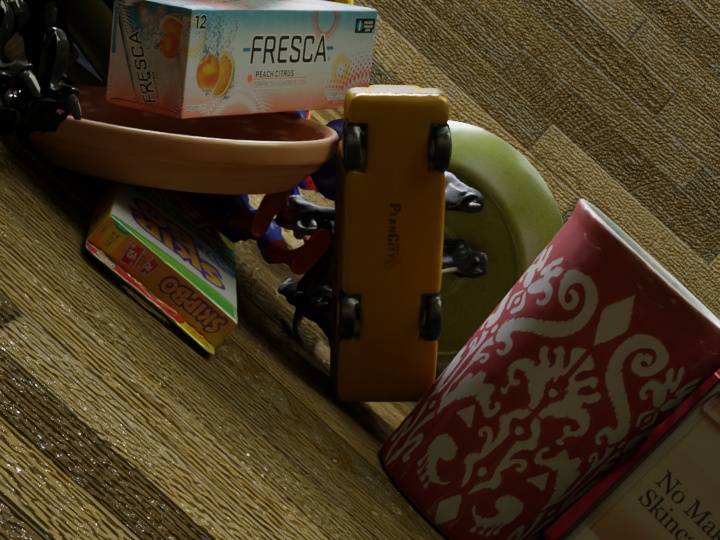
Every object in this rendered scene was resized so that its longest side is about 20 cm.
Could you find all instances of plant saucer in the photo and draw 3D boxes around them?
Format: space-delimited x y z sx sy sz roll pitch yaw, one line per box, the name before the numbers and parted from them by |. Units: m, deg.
plant saucer | -0.114 -0.079 1.108 0.200 0.038 0.200 7 11 -1
plant saucer | 0.060 -0.011 1.360 0.200 0.200 0.031 44 32 15

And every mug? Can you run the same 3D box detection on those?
mug | 0.127 0.080 1.126 0.133 0.200 0.177 46 9 30

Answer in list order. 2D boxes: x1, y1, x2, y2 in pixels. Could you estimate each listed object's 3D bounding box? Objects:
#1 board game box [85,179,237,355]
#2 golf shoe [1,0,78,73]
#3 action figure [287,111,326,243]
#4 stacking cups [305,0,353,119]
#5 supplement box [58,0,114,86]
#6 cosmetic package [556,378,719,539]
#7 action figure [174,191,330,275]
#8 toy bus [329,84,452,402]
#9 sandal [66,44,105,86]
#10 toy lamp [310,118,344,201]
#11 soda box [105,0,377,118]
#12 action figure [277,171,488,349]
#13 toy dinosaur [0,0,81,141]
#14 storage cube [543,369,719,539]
board game box | -0.116 -0.014 1.084 0.096 0.030 0.200 41 11 -13
golf shoe | -0.224 -0.164 1.180 0.088 0.077 0.200 46 8 -9
action figure | -0.040 -0.072 1.425 0.099 0.065 0.200 65 6 16
stacking cups | -0.051 -0.158 1.417 0.061 0.060 0.200 44 -24 9
supplement box | -0.151 -0.231 1.237 0.200 0.134 0.200 53 -13 17
cosmetic package | 0.196 0.153 1.070 0.103 0.200 0.087 43 8 6
action figure | -0.080 -0.041 1.207 0.065 0.052 0.200 38 -9 -25
toy bus | 0.017 -0.017 1.135 0.065 0.200 0.078 0 17 -5
sandal | -0.224 -0.179 1.355 0.200 0.043 0.076 35 11 -42
toy lamp | -0.048 -0.080 1.245 0.200 0.058 0.058 12 -18 47
soda box | -0.072 -0.137 1.149 0.063 0.069 0.200 15 14 31
action figure | 0.000 0.000 1.262 0.200 0.102 0.119 -24 105 -43
toy dinosaur | -0.198 -0.151 0.990 0.200 0.136 0.102 -8 -14 44
storage cube | 0.246 0.177 1.289 0.180 0.171 0.200 49 10 31
